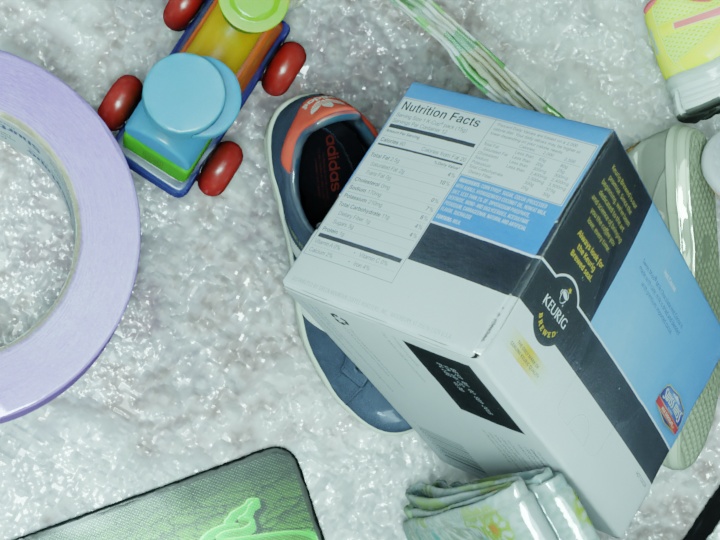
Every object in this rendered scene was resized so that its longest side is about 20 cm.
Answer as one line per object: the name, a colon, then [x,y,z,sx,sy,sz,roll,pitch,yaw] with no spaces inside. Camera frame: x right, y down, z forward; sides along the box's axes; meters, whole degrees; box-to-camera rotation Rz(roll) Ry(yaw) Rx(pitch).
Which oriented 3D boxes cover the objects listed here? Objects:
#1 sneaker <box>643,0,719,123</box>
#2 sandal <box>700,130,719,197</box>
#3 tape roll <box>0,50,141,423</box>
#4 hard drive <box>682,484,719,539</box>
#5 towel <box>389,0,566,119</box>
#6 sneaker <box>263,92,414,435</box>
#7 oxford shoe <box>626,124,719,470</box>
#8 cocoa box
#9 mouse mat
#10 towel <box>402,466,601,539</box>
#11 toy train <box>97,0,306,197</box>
sneaker: [0.260,-0.172,0.920,0.199,0.078,0.091,-28,82,-16]
sandal: [0.283,-0.065,0.917,0.205,0.059,0.080,-11,61,-23]
tape roll: [-0.219,-0.016,0.804,0.198,0.066,0.202,2,81,-12]
hard drive: [0.242,0.208,0.885,0.140,0.038,0.200,40,76,-5]
towel: [0.059,-0.112,0.817,0.200,0.153,0.023,38,99,-19]
sneaker: [0.000,0.000,0.829,0.075,0.084,0.201,-23,99,-16]
oxford shoe: [0.178,0.016,0.890,0.057,0.075,0.202,-2,91,29]
cocoa box: [0.082,0.022,0.777,0.132,0.133,0.200,-57,138,-16]
mouse mat: [-0.105,0.203,0.829,0.199,0.008,0.162,-19,87,-14]
towel: [0.097,0.199,0.787,0.048,0.171,0.201,-27,88,-20]
toy train: [-0.062,-0.142,0.827,0.084,0.116,0.201,33,78,-6]
